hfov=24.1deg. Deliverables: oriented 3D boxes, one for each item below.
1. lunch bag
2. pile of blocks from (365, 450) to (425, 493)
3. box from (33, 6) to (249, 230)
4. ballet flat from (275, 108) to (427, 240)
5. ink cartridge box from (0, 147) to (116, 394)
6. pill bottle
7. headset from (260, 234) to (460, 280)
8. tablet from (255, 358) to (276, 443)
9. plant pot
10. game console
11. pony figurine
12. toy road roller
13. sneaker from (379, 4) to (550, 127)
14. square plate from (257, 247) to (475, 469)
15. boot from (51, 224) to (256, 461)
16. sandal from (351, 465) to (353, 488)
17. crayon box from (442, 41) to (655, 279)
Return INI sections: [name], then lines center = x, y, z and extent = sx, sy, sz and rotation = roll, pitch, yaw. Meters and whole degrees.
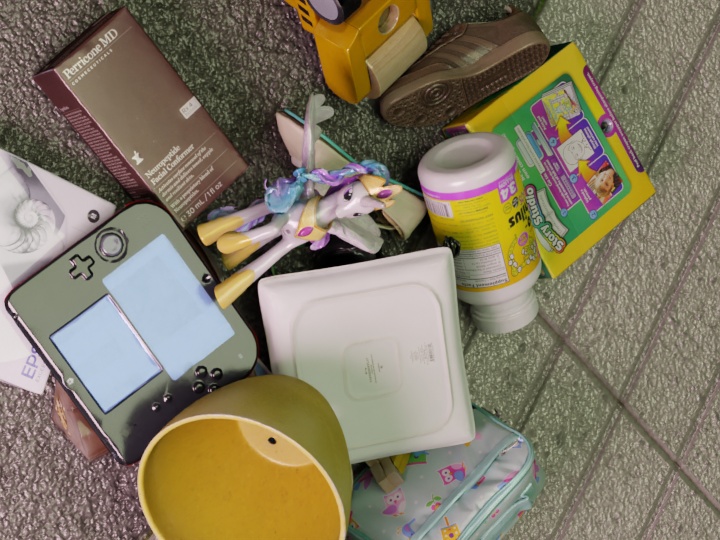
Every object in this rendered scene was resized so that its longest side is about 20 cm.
[lunch bag]
center = 0.087, 0.227, 1.726
extent = 0.200, 0.160, 0.077
rotation = -46, 137, -16
[pile of blocks]
center = 0.050, 0.124, 1.723
extent = 0.062, 0.081, 0.201
rotation = 50, 47, -45
[box]
center = -0.210, -0.143, 1.629
extent = 0.100, 0.075, 0.200
rotation = -45, 107, -20
[ballet flat]
center = -0.017, -0.092, 1.738
extent = 0.199, 0.069, 0.070
rotation = 30, 76, -25
[ink cartridge box]
center = -0.352, -0.012, 1.570
extent = 0.199, 0.041, 0.201
rotation = 25, 79, -25
[pill bottle]
center = 0.132, -0.036, 1.775
extent = 0.104, 0.104, 0.201
rotation = -32, 122, -24
[headset]
center = 0.000, 0.000, 1.703
extent = 0.198, 0.094, 0.124
rotation = -1, 51, -19
[tablet]
center = -0.122, 0.160, 1.670
extent = 0.130, 0.014, 0.200
rotation = -40, 88, -19
[plant pot]
center = -0.088, 0.178, 1.566
extent = 0.201, 0.199, 0.142
rotation = 55, 31, -16
[game console]
center = -0.209, 0.055, 1.585
extent = 0.176, 0.031, 0.201
rotation = -38, 100, -16
[pony figurine]
center = -0.053, -0.058, 1.609
extent = 0.199, 0.193, 0.167
rotation = -26, 109, 8
[toy road roller]
center = -0.020, -0.286, 1.720
extent = 0.123, 0.145, 0.201
rotation = -45, 146, -21
[sneaker]
center = 0.102, -0.219, 1.804
extent = 0.198, 0.071, 0.076
rotation = -23, 56, -11
[square plate]
center = 0.010, 0.091, 1.653
extent = 0.196, 0.028, 0.202
rotation = -10, 100, -9
[boot]
center = -0.219, 0.068, 1.633
extent = 0.198, 0.064, 0.188
rotation = -20, 82, -15
[sandal]
center = -0.044, 0.147, 1.721
extent = 0.079, 0.054, 0.202
rotation = -4, 87, -4
[crayon box]
center = 0.209, -0.120, 1.857
extent = 0.172, 0.058, 0.201
rotation = -37, 106, -22
